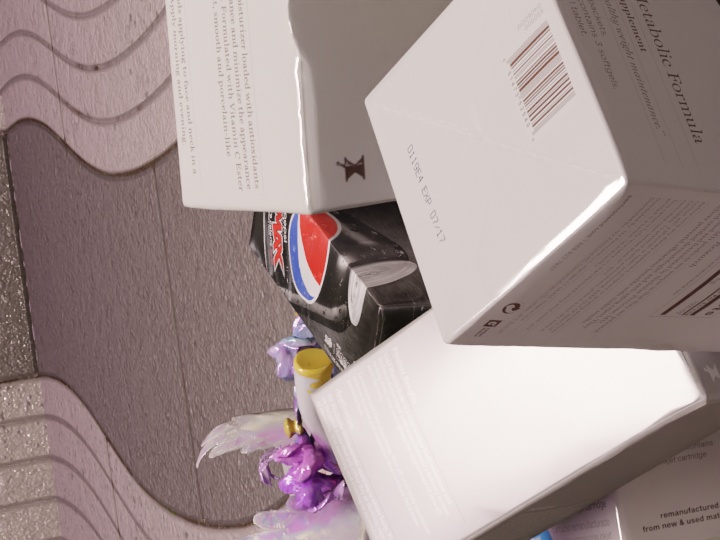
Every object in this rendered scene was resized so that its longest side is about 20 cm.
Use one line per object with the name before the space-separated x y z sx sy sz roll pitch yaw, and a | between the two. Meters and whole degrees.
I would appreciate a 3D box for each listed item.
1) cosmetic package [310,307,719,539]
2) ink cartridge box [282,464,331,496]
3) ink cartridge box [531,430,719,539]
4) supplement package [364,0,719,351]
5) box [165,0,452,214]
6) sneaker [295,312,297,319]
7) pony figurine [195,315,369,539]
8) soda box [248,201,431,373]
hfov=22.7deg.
cosmetic package | 0.082 0.055 0.818 0.200 0.090 0.107 -34 70 33
ink cartridge box | -0.003 0.150 1.321 0.200 0.066 0.116 113 144 -64
ink cartridge box | 0.121 0.047 0.929 0.145 0.084 0.201 147 114 -68
supplement package | 0.122 -0.043 0.689 0.110 0.199 0.114 -44 54 43
box | 0.009 -0.140 0.969 0.130 0.199 0.200 6 102 53
sneaker | 0.026 0.011 1.179 0.075 0.090 0.200 58 150 9
pony figurine | -0.006 0.111 1.125 0.167 0.192 0.201 -104 11 -46
soda box | 0.000 0.000 1.016 0.200 0.070 0.064 -129 43 -55
